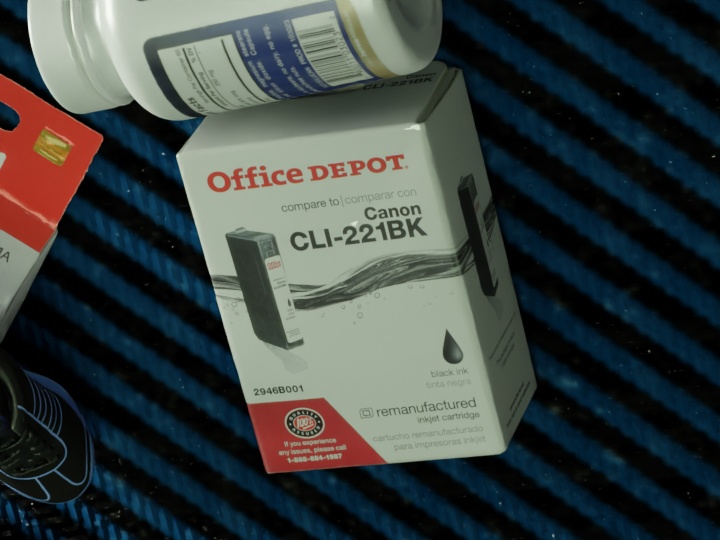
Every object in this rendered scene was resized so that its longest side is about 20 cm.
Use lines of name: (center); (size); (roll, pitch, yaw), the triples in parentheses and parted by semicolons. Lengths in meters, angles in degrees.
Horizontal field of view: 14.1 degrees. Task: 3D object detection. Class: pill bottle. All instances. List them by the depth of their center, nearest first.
pill bottle: (-0.067, -0.140, 1.516); (0.200, 0.111, 0.111); (-10, 112, 21)

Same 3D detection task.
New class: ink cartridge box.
ink cartridge box: (0.000, 0.000, 1.580); (0.144, 0.084, 0.200); (-6, 113, 20)
ink cartridge box: (-0.259, -0.032, 1.663); (0.161, 0.050, 0.200); (31, 122, 0)

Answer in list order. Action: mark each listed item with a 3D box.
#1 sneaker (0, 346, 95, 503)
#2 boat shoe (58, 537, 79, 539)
sneaker: (-0.209, 0.084, 1.647); (0.070, 0.078, 0.200); (-29, 133, 8)
boat shoe: (-0.245, 0.171, 1.746); (0.199, 0.074, 0.066); (8, 85, 36)
